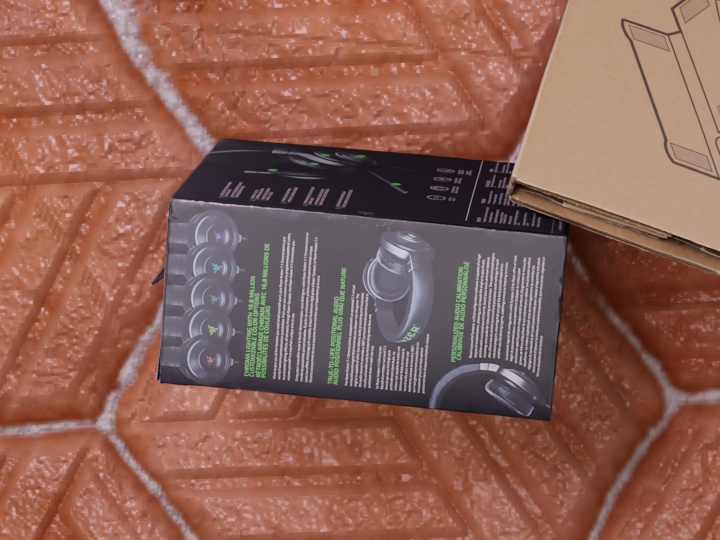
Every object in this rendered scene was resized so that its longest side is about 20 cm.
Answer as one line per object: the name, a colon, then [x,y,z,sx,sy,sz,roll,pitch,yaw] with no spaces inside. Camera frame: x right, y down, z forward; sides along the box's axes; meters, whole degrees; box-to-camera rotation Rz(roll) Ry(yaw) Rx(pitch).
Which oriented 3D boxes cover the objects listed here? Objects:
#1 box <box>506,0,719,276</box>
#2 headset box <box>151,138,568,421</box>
box: [0.170,-0.087,1.392,0.163,0.200,0.021,19,145,0]
headset box: [0.000,0.000,1.417,0.199,0.174,0.093,5,102,3]
